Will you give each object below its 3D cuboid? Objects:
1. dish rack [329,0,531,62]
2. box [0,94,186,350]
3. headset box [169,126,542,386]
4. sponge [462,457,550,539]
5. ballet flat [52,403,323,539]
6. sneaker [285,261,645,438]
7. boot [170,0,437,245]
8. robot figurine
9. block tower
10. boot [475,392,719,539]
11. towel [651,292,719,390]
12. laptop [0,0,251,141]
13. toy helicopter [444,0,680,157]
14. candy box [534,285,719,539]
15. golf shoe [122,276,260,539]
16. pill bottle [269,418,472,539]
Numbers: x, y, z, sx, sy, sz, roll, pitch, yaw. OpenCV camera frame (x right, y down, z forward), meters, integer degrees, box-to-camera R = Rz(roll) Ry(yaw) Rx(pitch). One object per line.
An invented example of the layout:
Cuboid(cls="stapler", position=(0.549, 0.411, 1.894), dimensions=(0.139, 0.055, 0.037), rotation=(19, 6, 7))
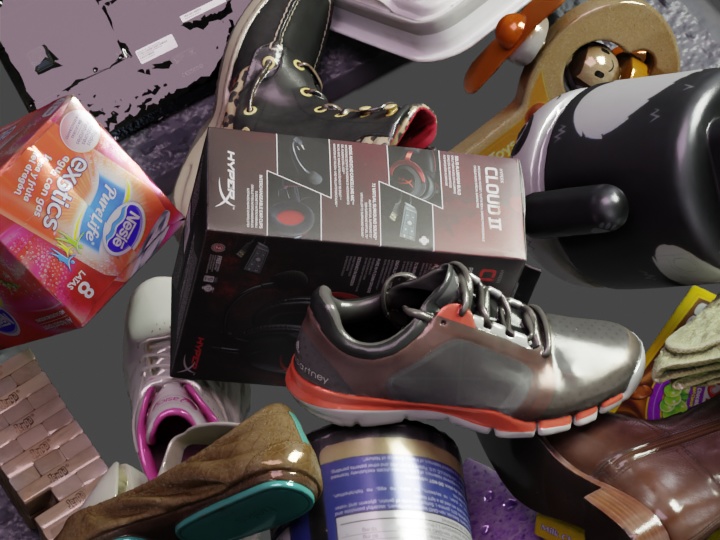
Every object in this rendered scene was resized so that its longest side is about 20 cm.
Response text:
Cuboid(cls="dish rack", position=(0.071, -0.216, 1.779), dimensions=(0.200, 0.044, 0.171), rotation=(-39, 33, -17))
Cuboid(cls="box", position=(-0.197, -0.023, 1.626), dimensions=(0.100, 0.200, 0.096), rotation=(47, 68, -13))
Cuboid(cls="headset box", position=(0.000, 0.000, 1.573), dimensions=(0.199, 0.149, 0.075), rotation=(6, 54, -11))
Cuboid(cls="sponge", position=(0.119, 0.195, 1.571), dimensions=(0.199, 0.030, 0.112), rotation=(25, 63, 19))
Cuboid(cls="ballet flat", position=(-0.106, 0.127, 1.518), dimensions=(0.200, 0.068, 0.073), rotation=(-30, 47, 28))
Cuboid(cls="sneaker", position=(0.061, 0.037, 1.503), dimensions=(0.199, 0.082, 0.077), rotation=(-3, 33, -13))
Cuboid(cls="boot", position=(-0.020, -0.093, 1.710), dimensions=(0.150, 0.073, 0.201), rotation=(6, 60, 34))
Cuboid(cls="robot figurine", position=(0.176, -0.054, 1.606), dimensions=(0.200, 0.150, 0.125), rotation=(-4, 64, 47))
Cuboid(cls="block tower", position=(-0.168, 0.134, 1.620), dimensions=(0.058, 0.054, 0.200), rotation=(-31, 61, -15))
Cuboid(cls="boot", position=(0.182, 0.080, 1.572), dimensions=(0.199, 0.064, 0.186), rotation=(-24, 49, -25))
Cuboid(cls="towel", position=(0.254, 0.018, 1.550), dimensions=(0.148, 0.200, 0.037), rotation=(-14, 96, 27))
Cuboid(cls="laptop", position=(-0.171, -0.183, 1.844), dimensions=(0.177, 0.103, 0.200), rotation=(-28, 86, -12))
Cuboid(cls="toy helicopter", position=(0.103, -0.098, 1.709), dimensions=(0.200, 0.132, 0.079), rotation=(-35, 31, 3))
Cuboid(cls="candy box", position=(0.191, 0.099, 1.610), dimensions=(0.102, 0.026, 0.200), rotation=(26, 54, 17))
Cuboid(cls="golf shoe", position=(-0.101, 0.077, 1.628), dimensions=(0.075, 0.092, 0.201), rotation=(-15, 57, -1))
Cuboid(cls="pill bottle", position=(0.011, 0.190, 1.504), dimensions=(0.111, 0.112, 0.201), rotation=(-7, 61, 0))
